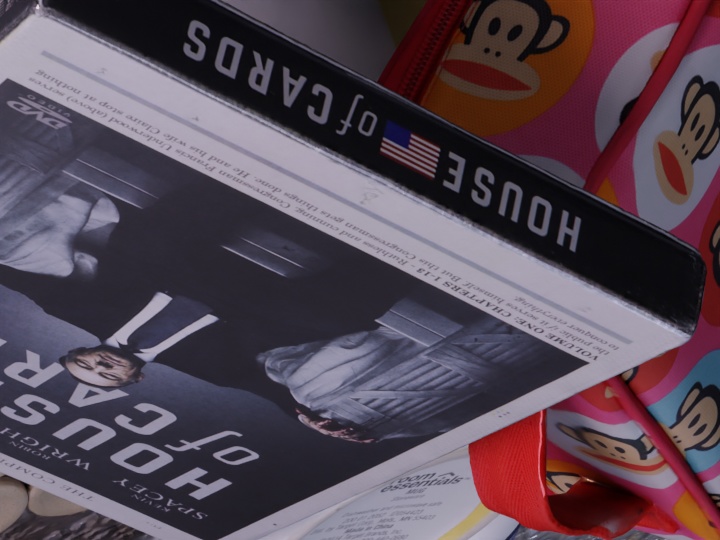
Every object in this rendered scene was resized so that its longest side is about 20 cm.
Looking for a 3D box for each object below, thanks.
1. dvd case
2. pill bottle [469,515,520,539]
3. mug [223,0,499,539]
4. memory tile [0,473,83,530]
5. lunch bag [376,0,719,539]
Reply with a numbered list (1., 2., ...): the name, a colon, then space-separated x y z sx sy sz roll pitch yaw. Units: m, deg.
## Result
1. dvd case: -0.046 0.005 0.610 0.150 0.025 0.200 26 150 -23
2. pill bottle: 0.001 0.071 0.994 0.116 0.116 0.200 -18 157 -19
3. mug: -0.005 -0.001 0.787 0.187 0.153 0.149 -25 157 -6
4. memory tile: -0.153 0.063 0.924 0.200 0.017 0.153 -18 156 -18
5. lunch bag: 0.076 -0.014 0.696 0.176 0.082 0.200 -61 148 -17
